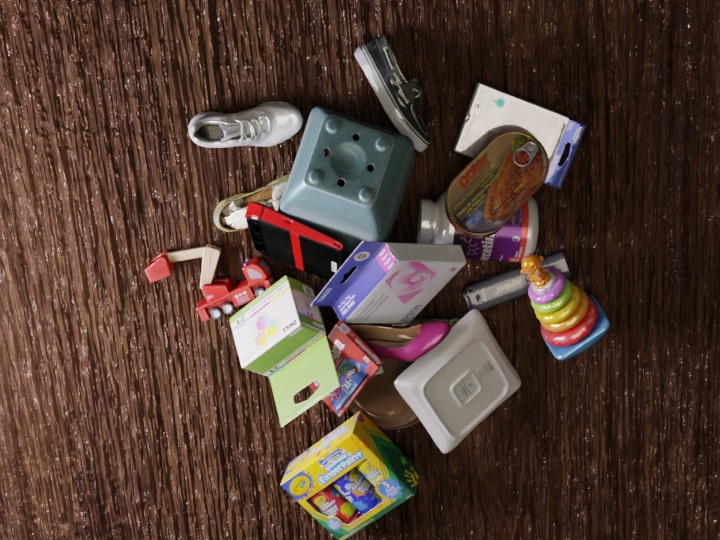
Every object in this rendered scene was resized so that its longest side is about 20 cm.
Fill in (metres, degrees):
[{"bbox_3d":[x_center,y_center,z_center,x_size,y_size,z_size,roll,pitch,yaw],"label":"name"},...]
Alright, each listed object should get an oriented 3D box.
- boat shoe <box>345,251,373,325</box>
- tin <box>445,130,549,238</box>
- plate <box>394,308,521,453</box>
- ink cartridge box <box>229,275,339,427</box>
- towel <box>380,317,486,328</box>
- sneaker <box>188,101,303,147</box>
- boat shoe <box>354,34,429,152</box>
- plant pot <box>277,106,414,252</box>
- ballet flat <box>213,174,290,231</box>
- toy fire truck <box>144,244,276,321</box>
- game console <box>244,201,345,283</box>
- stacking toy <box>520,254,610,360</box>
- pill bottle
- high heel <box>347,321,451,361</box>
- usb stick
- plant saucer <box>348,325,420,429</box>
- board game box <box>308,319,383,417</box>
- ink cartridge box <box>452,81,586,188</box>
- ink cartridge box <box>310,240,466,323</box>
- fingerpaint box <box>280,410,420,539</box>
[{"bbox_3d":[0.000,0.000,1.741,0.071,0.067,0.204,-31,122,-37],"label":"boat shoe"},{"bbox_3d":[0.221,-0.140,1.624,0.112,0.042,0.200,45,80,5],"label":"tin"},{"bbox_3d":[0.181,0.202,1.755,0.199,0.032,0.201,-40,119,-9],"label":"plate"},{"bbox_3d":[-0.130,0.137,1.692,0.147,0.203,0.075,-36,143,23],"label":"ink cartridge box"},{"bbox_3d":[0.132,0.155,1.792,0.195,0.037,0.152,0,108,1],"label":"towel"},{"bbox_3d":[-0.192,-0.233,1.652,0.196,0.087,0.076,-10,105,2],"label":"sneaker"},{"bbox_3d":[0.067,-0.293,1.640,0.070,0.072,0.202,-31,102,13],"label":"boat shoe"},{"bbox_3d":[-0.020,-0.152,1.578,0.193,0.200,0.199,19,81,0],"label":"plant pot"},{"bbox_3d":[-0.159,-0.112,1.699,0.196,0.071,0.072,-17,106,5],"label":"ballet flat"},{"bbox_3d":[-0.261,0.008,1.744,0.197,0.049,0.143,-24,105,7],"label":"toy fire truck"},{"bbox_3d":[-0.104,-0.043,1.650,0.174,0.200,0.032,21,74,6],"label":"game console"},{"bbox_3d":[0.326,0.043,1.694,0.115,0.110,0.200,-35,122,10],"label":"stacking toy"},{"bbox_3d":[0.197,-0.076,1.684,0.195,0.113,0.115,3,107,-1],"label":"pill bottle"},{"bbox_3d":[0.054,0.108,1.689,0.198,0.068,0.097,-26,111,23],"label":"high heel"},{"bbox_3d":[0.277,0.021,1.754,0.197,0.033,0.056,-21,107,7],"label":"usb stick"},{"bbox_3d":[0.045,0.197,1.776,0.196,0.030,0.204,5,109,13],"label":"plant saucer"},{"bbox_3d":[-0.035,0.174,1.733,0.103,0.019,0.201,44,142,9],"label":"board game box"},{"bbox_3d":[0.266,-0.227,1.677,0.196,0.042,0.121,20,106,-3],"label":"ink cartridge box"},{"bbox_3d":[0.046,0.024,1.643,0.197,0.044,0.197,0,147,-33],"label":"ink cartridge box"},{"bbox_3d":[-0.019,0.379,1.816,0.199,0.074,0.167,-38,103,27],"label":"fingerpaint box"}]
